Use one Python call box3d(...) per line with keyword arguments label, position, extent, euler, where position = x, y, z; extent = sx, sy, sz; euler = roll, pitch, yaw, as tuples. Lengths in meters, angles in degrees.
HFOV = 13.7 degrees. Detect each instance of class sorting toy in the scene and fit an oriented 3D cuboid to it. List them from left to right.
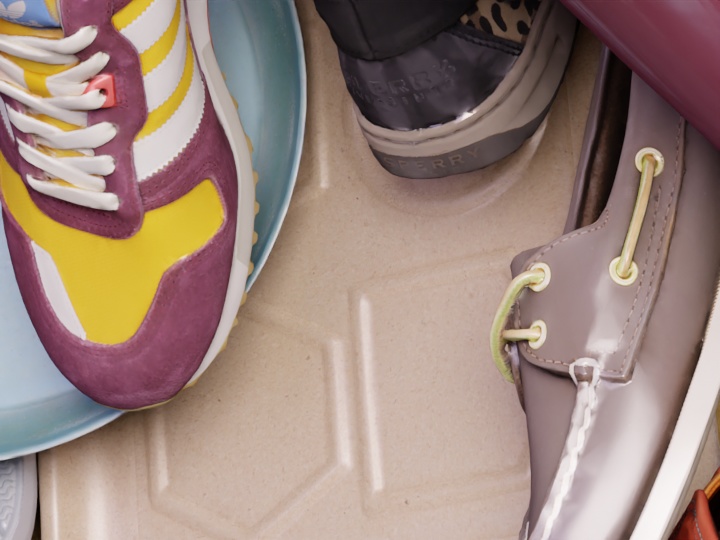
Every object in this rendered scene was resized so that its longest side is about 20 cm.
box3d(label="sorting toy", position=(0.000, 0.000, 0.846), extent=(0.200, 0.036, 0.186), euler=(-11, 73, 23))

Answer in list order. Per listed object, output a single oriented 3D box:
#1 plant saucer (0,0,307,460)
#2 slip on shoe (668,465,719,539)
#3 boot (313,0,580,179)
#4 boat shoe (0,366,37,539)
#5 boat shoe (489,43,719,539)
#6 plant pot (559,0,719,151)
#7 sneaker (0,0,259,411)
box3d(label="plant saucer", position=(-0.110, -0.042, 0.853), extent=(0.200, 0.027, 0.201), euler=(-2, 78, 11))
box3d(label="slip on shoe", position=(0.098, 0.079, 0.739), extent=(0.200, 0.061, 0.074), euler=(-50, 43, 22))
box3d(label="boot", position=(0.010, -0.143, 0.775), extent=(0.073, 0.151, 0.200), euler=(-5, 52, 29))
box3d(label="boat shoe", position=(-0.147, 0.032, 0.902), extent=(0.073, 0.067, 0.200), euler=(-21, 53, -12))
box3d(label="boat shoe", position=(0.066, 0.006, 0.752), extent=(0.059, 0.072, 0.200), euler=(22, 70, -2))
box3d(label="plant pot", position=(0.102, -0.114, 0.655), extent=(0.200, 0.179, 0.200), euler=(-23, 38, 20))
box3d(label="sneaker", position=(-0.075, -0.058, 0.763), extent=(0.075, 0.090, 0.201), euler=(4, 101, 25))
